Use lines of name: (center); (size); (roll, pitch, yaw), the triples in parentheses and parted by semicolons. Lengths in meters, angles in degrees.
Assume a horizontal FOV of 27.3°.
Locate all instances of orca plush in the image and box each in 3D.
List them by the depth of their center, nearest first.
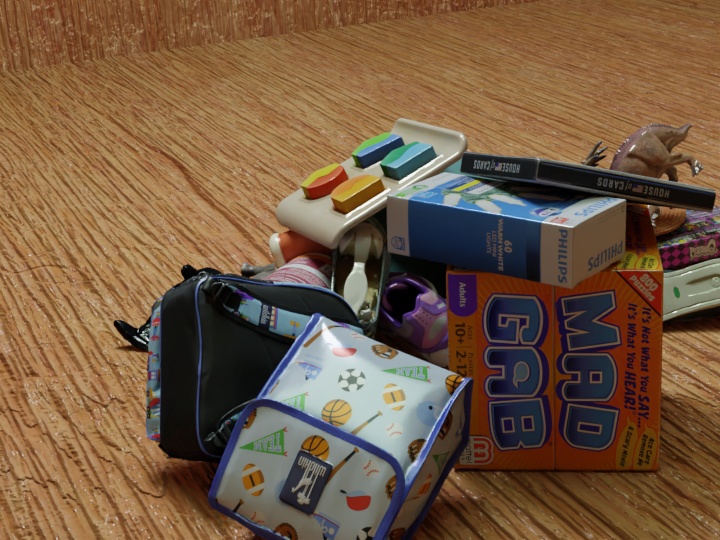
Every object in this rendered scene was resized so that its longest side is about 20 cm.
orca plush: (-0.226, 0.027, 1.815); (0.104, 0.072, 0.199); (13, 25, 38)

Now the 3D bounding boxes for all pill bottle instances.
pill bottle: (-0.087, 0.061, 1.641); (0.108, 0.111, 0.200); (7, 21, 26)

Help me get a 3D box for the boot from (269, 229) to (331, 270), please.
boot: (-0.048, -0.012, 1.806); (0.106, 0.076, 0.200); (-18, -24, 6)

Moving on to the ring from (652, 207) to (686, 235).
ring: (0.333, -0.080, 1.971); (0.197, 0.019, 0.201); (2, 25, -1)

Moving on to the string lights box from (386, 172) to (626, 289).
string lights box: (0.132, -0.039, 1.356); (0.198, 0.060, 0.102); (11, 22, 35)

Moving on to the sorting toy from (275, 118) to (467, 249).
sorting toy: (0.006, -0.109, 1.696); (0.199, 0.037, 0.185); (-37, 24, -14)

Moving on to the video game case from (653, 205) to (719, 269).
video game case: (0.405, -0.051, 1.988); (0.197, 0.036, 0.181); (-12, 20, -22)

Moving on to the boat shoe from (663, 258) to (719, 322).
boat shoe: (0.351, 0.035, 1.742); (0.197, 0.073, 0.068); (-8, -18, 7)

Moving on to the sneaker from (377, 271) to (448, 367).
sneaker: (0.046, 0.036, 1.690); (0.088, 0.081, 0.200); (35, -2, -31)

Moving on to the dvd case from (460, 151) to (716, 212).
dvd case: (0.215, -0.085, 1.411); (0.197, 0.025, 0.150); (9, 3, -24)

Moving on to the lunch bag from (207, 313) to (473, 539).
lunch bag: (-0.015, 0.159, 1.288); (0.168, 0.125, 0.201); (22, 54, 21)

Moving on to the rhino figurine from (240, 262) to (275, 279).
rhino figurine: (-0.127, 0.043, 1.776); (0.086, 0.061, 0.200); (-1, 21, 15)

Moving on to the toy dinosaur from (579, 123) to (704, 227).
toy dinosaur: (0.348, -0.135, 1.895); (0.200, 0.135, 0.086); (-49, 5, -3)

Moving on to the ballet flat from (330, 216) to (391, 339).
ballet flat: (0.000, 0.000, 1.629); (0.073, 0.075, 0.202); (-1, 53, 5)

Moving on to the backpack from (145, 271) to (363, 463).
backpack: (-0.095, 0.099, 1.446); (0.198, 0.186, 0.134); (5, -12, -35)

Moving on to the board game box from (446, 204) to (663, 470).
board game box: (0.190, 0.061, 1.459); (0.197, 0.203, 0.200); (-1, 20, 7)

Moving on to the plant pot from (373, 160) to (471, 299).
plant pot: (0.120, -0.054, 1.822); (0.159, 0.204, 0.200); (-8, 18, -36)
